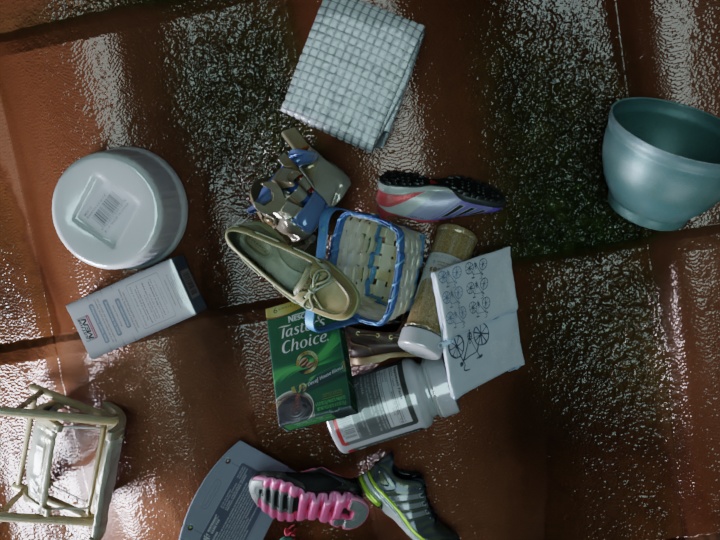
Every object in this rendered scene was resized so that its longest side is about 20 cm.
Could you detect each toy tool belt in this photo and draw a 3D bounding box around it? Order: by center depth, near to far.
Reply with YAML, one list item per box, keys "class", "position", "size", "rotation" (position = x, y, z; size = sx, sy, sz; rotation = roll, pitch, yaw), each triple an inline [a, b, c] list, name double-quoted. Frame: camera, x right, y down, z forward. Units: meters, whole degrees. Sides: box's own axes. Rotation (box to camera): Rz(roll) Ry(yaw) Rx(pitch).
- class: "toy tool belt"
  position: [-0.113, -0.108, 1.045]
  size: [0.123, 0.124, 0.201]
  rotation: [44, 59, -21]

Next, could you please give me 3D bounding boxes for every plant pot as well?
- class: "plant pot"
  position: [0.432, -0.143, 1.014]
  size: [0.199, 0.201, 0.135]
  rotation: [14, 126, 3]

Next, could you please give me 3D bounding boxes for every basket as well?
- class: "basket"
  position: [0.000, 0.000, 1.053]
  size: [0.138, 0.199, 0.178]
  rotation: [17, 100, 34]

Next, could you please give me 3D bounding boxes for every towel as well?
- class: "towel"
  position: [-0.008, -0.296, 1.074]
  size: [0.164, 0.086, 0.201]
  rotation: [22, 98, 0]

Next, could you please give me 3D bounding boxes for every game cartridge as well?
- class: "game cartridge"
  position: [-0.207, 0.389, 1.159]
  size: [0.132, 0.041, 0.201]
  rotation: [31, 60, -3]

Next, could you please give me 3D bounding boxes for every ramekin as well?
- class: "ramekin"
  position: [-0.385, -0.096, 1.128]
  size: [0.198, 0.098, 0.202]
  rotation: [1, 99, 5]

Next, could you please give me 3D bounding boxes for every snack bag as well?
- class: "snack bag"
  position: [0.183, 0.078, 1.073]
  size: [0.021, 0.188, 0.202]
  rotation: [0, 102, 48]

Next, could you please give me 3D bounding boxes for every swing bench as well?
- class: "swing bench"
  position: [-0.496, 0.320, 1.185]
  size: [0.198, 0.130, 0.201]
  rotation: [14, 99, -2]

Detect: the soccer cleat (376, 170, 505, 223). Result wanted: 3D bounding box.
- class: "soccer cleat"
  position: [0.123, -0.106, 1.104]
  size: [0.198, 0.068, 0.074]
  rotation: [6, 122, 0]

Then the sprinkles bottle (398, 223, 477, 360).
- class: "sprinkles bottle"
  position: [0.118, 0.031, 1.075]
  size: [0.068, 0.068, 0.201]
  rotation: [20, 73, 2]

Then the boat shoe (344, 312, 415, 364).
- class: "boat shoe"
  position: [0.071, 0.101, 1.127]
  size: [0.198, 0.070, 0.071]
  rotation: [-9, 98, 6]

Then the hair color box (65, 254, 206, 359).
- class: "hair color box"
  position: [-0.367, 0.060, 1.167]
  size: [0.199, 0.061, 0.100]
  rotation: [-23, 95, 7]

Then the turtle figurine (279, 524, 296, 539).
- class: "turtle figurine"
  position: [-0.108, 0.513, 1.179]
  size: [0.100, 0.150, 0.201]
  rotation: [-30, 103, -9]

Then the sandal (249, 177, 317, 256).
- class: "sandal"
  position: [-0.119, -0.043, 1.133]
  size: [0.077, 0.070, 0.213]
  rotation: [-21, 75, -17]

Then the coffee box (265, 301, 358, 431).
- class: "coffee box"
  position: [-0.079, 0.138, 1.106]
  size: [0.122, 0.044, 0.201]
  rotation: [-16, 60, 11]

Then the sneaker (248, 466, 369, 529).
- class: "sneaker"
  position: [-0.084, 0.358, 1.165]
  size: [0.198, 0.096, 0.080]
  rotation: [16, 116, -8]

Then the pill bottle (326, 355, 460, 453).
- class: "pill bottle"
  position: [0.049, 0.206, 1.123]
  size: [0.198, 0.114, 0.115]
  rotation: [-19, 96, 7]

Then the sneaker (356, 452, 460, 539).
- class: "sneaker"
  position: [0.091, 0.384, 1.167]
  size: [0.200, 0.074, 0.081]
  rotation: [40, 96, -3]

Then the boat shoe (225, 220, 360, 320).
- class: "boat shoe"
  position: [-0.092, 0.001, 0.948]
  size: [0.200, 0.063, 0.073]
  rotation: [38, 105, 10]
